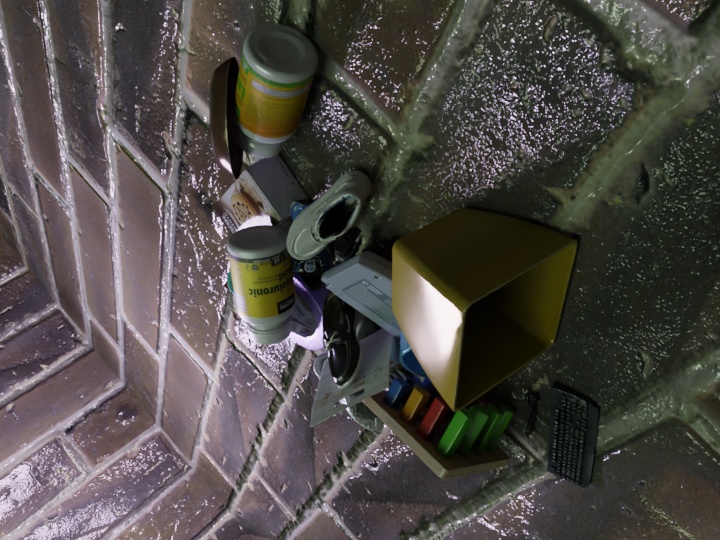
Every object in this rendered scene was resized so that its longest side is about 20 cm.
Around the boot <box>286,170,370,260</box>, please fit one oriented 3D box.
[{"bbox_3d":[-0.063,-0.074,1.088,0.073,0.096,0.200,36,119,-11],"label":"boot"}]

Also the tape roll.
[{"bbox_3d":[-0.117,0.064,1.382,0.200,0.066,0.201,32,142,29],"label":"tape roll"}]

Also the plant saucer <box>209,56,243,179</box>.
[{"bbox_3d":[-0.224,-0.254,1.132,0.200,0.034,0.202,179,90,-87],"label":"plant saucer"}]

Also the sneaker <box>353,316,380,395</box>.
[{"bbox_3d":[-0.011,0.160,1.335,0.087,0.074,0.201,58,146,40],"label":"sneaker"}]

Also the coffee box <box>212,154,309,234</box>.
[{"bbox_3d":[-0.194,-0.126,1.290,0.113,0.080,0.200,55,147,-4],"label":"coffee box"}]

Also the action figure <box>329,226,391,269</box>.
[{"bbox_3d":[0.000,0.000,1.179,0.130,0.069,0.200,37,159,13],"label":"action figure"}]

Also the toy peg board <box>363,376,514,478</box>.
[{"bbox_3d":[0.145,0.234,1.127,0.199,0.199,0.098,39,108,38],"label":"toy peg board"}]

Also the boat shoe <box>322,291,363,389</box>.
[{"bbox_3d":[-0.037,0.116,1.180,0.074,0.201,0.060,-35,123,29],"label":"boat shoe"}]

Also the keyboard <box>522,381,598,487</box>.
[{"bbox_3d":[0.310,0.256,1.068,0.127,0.021,0.201,24,136,37],"label":"keyboard"}]

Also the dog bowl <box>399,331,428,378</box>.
[{"bbox_3d":[0.131,0.121,1.099,0.111,0.050,0.200,27,148,-9],"label":"dog bowl"}]

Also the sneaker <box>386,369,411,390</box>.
[{"bbox_3d":[0.108,0.293,1.317,0.201,0.075,0.116,56,154,15],"label":"sneaker"}]

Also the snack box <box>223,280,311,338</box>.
[{"bbox_3d":[-0.192,0.075,1.373,0.199,0.024,0.072,29,177,32],"label":"snack box"}]

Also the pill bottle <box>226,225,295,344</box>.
[{"bbox_3d":[-0.175,0.029,1.222,0.111,0.111,0.201,22,128,38],"label":"pill bottle"}]

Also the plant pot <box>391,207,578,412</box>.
[{"bbox_3d":[0.147,0.029,0.921,0.176,0.199,0.201,41,147,37],"label":"plant pot"}]

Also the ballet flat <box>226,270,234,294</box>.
[{"bbox_3d":[-0.238,-0.013,1.388,0.200,0.067,0.071,-102,16,-66],"label":"ballet flat"}]

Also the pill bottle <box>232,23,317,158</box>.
[{"bbox_3d":[-0.142,-0.273,1.062,0.111,0.111,0.200,46,146,11],"label":"pill bottle"}]

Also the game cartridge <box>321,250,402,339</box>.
[{"bbox_3d":[0.047,0.044,1.112,0.200,0.041,0.133,36,148,-22],"label":"game cartridge"}]

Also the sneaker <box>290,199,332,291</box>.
[{"bbox_3d":[-0.084,-0.042,1.204,0.078,0.090,0.201,-3,135,4],"label":"sneaker"}]

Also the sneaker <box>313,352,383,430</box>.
[{"bbox_3d":[-0.023,0.260,1.452,0.200,0.078,0.099,49,164,6],"label":"sneaker"}]

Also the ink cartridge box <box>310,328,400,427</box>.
[{"bbox_3d":[-0.001,0.189,1.169,0.160,0.200,0.047,-30,110,18],"label":"ink cartridge box"}]
